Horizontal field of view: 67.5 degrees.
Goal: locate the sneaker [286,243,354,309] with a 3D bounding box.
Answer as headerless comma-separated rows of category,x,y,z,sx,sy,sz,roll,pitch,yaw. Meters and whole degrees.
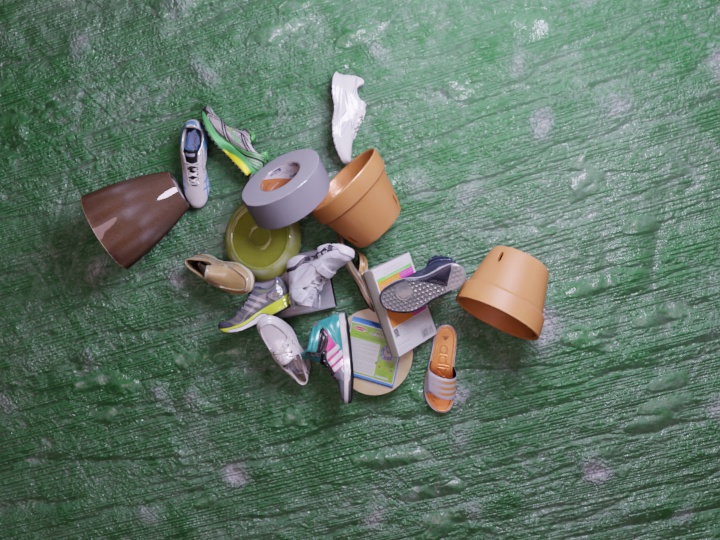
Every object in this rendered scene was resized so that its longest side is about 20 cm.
sneaker,-0.091,0.018,1.203,0.195,0.074,0.120,-16,66,36

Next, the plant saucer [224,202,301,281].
plant saucer,-0.237,-0.080,1.285,0.191,0.031,0.209,-1,84,7

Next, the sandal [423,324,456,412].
sandal,0.193,0.238,1.285,0.076,0.059,0.216,4,96,4

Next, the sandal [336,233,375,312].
sandal,0.000,0.000,1.272,0.053,0.080,0.205,-29,95,-3

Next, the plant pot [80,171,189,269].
plant pot,-0.509,-0.141,1.261,0.196,0.187,0.191,-31,93,-8

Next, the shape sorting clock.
shape sorting clock,0.031,0.196,1.304,0.191,0.039,0.209,0,93,10

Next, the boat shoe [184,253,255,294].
boat shoe,-0.335,0.010,1.259,0.194,0.075,0.075,14,95,31

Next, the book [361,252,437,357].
book,0.096,0.077,1.256,0.131,0.048,0.207,-22,94,-33

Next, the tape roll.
tape roll,-0.166,-0.184,1.202,0.194,0.203,0.067,-24,126,7

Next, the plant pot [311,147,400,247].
plant pot,0.000,-0.151,1.209,0.199,0.201,0.140,-41,108,7

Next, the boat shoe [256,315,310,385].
boat shoe,-0.173,0.190,1.263,0.069,0.070,0.202,-29,122,8

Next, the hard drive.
hard drive,-0.163,0.036,1.308,0.192,0.033,0.146,-12,94,5

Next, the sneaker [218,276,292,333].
sneaker,-0.251,0.085,1.275,0.194,0.074,0.083,-27,87,-1

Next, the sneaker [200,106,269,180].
sneaker,-0.296,-0.310,1.273,0.085,0.078,0.200,-45,100,0

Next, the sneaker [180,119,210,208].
sneaker,-0.397,-0.251,1.277,0.069,0.073,0.209,2,103,4

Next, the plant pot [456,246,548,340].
plant pot,0.326,0.042,1.193,0.195,0.200,0.144,27,80,2

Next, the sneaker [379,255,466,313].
sneaker,0.138,0.028,1.227,0.195,0.146,0.080,-18,100,7

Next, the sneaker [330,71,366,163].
sneaker,-0.027,-0.352,1.242,0.083,0.075,0.209,0,96,0

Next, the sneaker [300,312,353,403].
sneaker,-0.079,0.209,1.259,0.115,0.084,0.209,-6,84,5
